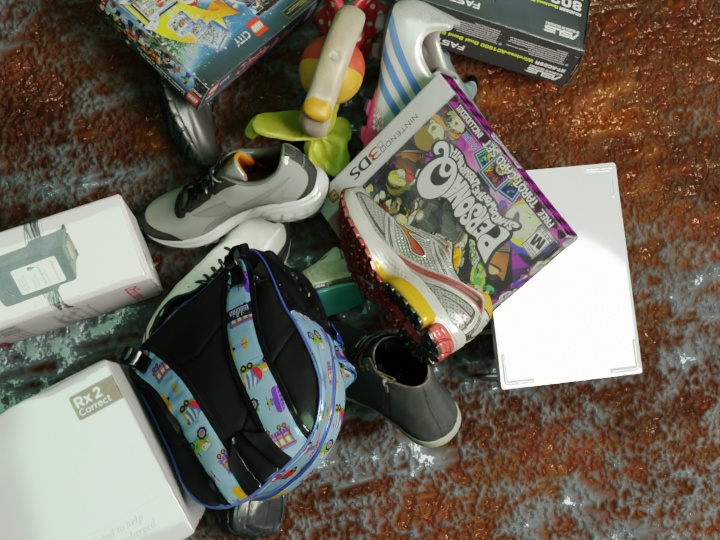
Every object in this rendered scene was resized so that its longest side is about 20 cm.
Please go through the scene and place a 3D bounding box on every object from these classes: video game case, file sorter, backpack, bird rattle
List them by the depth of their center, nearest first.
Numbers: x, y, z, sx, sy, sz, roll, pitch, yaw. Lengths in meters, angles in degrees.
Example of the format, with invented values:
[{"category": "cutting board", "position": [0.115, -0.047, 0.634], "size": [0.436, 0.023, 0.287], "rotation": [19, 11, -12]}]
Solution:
[{"category": "backpack", "position": [-0.090, 0.108, 0.914], "size": [0.182, 0.134, 0.201], "rotation": [-42, 52, 12]}, {"category": "video game case", "position": [0.073, -0.049, 0.977], "size": [0.181, 0.036, 0.201], "rotation": [-42, 71, 23]}, {"category": "bird rattle", "position": [-0.021, -0.194, 1.028], "size": [0.112, 0.163, 0.201], "rotation": [28, 86, -5]}, {"category": "file sorter", "position": [0.180, 0.010, 1.041], "size": [0.137, 0.125, 0.202], "rotation": [-6, 85, -7]}]

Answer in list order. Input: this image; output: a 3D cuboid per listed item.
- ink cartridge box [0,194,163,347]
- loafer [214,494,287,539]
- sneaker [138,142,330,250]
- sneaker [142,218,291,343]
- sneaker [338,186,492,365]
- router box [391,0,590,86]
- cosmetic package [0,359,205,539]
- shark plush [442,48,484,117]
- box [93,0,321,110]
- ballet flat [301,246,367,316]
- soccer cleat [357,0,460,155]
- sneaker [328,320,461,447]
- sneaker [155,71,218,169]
[{"category": "ink cartridge box", "position": [-0.296, 0.008, 0.981], "size": [0.198, 0.145, 0.085], "rotation": [-19, 86, -8]}, {"category": "loafer", "position": [-0.091, 0.161, 1.033], "size": [0.070, 0.068, 0.202], "rotation": [18, 75, -35]}, {"category": "sneaker", "position": [-0.132, -0.079, 1.014], "size": [0.199, 0.079, 0.074], "rotation": [-15, 51, 21]}, {"category": "sneaker", "position": [-0.137, 0.018, 1.032], "size": [0.074, 0.080, 0.200], "rotation": [38, 80, 1]}, {"category": "sneaker", "position": [0.043, -0.004, 0.940], "size": [0.082, 0.078, 0.200], "rotation": [-25, 57, -19]}, {"category": "router box", "position": [0.137, -0.290, 1.076], "size": [0.198, 0.062, 0.151], "rotation": [16, 62, -5]}, {"category": "cosmetic package", "position": [-0.250, 0.191, 0.939], "size": [0.164, 0.200, 0.166], "rotation": [-29, 87, -8]}, {"category": "shark plush", "position": [0.091, -0.185, 1.102], "size": [0.083, 0.091, 0.201], "rotation": [-11, 69, -31]}, {"category": "box", "position": [-0.144, -0.264, 1.035], "size": [0.137, 0.038, 0.200], "rotation": [43, 53, -2]}, {"category": "ballet flat", "position": [0.000, 0.000, 1.064], "size": [0.198, 0.068, 0.063], "rotation": [-15, 60, -12]}, {"category": "soccer cleat", "position": [0.050, -0.162, 1.030], "size": [0.086, 0.070, 0.202], "rotation": [15, 119, 16]}, {"category": "sneaker", "position": [0.007, 0.079, 0.987], "size": [0.199, 0.107, 0.075], "rotation": [27, 64, 34]}, {"category": "sneaker", "position": [-0.167, -0.204, 1.058], "size": [0.090, 0.076, 0.202], "rotation": [-15, 88, -16]}]
